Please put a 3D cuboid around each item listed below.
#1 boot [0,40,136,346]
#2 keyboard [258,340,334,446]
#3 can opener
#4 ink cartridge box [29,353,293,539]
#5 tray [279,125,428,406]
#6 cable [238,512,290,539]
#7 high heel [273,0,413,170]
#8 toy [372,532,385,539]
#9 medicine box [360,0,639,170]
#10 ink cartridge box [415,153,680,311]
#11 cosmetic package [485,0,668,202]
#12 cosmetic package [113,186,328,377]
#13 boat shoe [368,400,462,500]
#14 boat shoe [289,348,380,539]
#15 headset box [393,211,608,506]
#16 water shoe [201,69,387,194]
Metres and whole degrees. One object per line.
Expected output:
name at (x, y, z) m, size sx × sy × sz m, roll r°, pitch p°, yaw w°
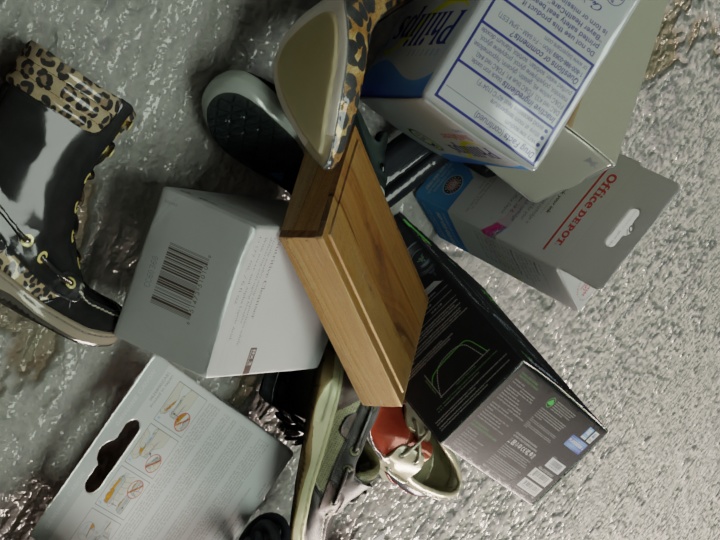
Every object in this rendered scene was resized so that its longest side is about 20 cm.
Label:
boot at (-0.194, -0.045, 1.217) m, size 0.200 × 0.073 × 0.151 m, roll 35°, pitch 85°, yaw -48°
keyboard at (-0.038, 0.095, 1.520) m, size 0.200 × 0.039 × 0.105 m, roll 31°, pitch 81°, yaw -62°
can opener at (0.056, -0.097, 1.483) m, size 0.199 × 0.079 × 0.064 m, roll -30°, pitch 142°, yaw -22°
ink cartridge box at (-0.156, 0.160, 1.416) m, size 0.163 × 0.050 × 0.200 m, roll -55°, pitch 138°, yaw -6°
tray at (0.000, 0.000, 1.341) m, size 0.201 × 0.037 × 0.099 m, roll 66°, pitch 32°, yaw -48°
cable at (-0.108, 0.269, 1.435) m, size 0.164 × 0.051 × 0.200 m, roll -56°, pitch 178°, yaw 13°
high heel at (0.005, -0.151, 1.316) m, size 0.142 × 0.071 × 0.202 m, roll 20°, pitch 59°, yaw -49°
toy at (-0.061, 0.294, 1.603) m, size 0.199 × 0.047 × 0.116 m, roll -18°, pitch 133°, yaw -50°
medicine box at (0.108, -0.183, 1.369) m, size 0.102 × 0.182 × 0.201 m, roll 33°, pitch 86°, yaw -16°
ink cartridge box at (0.158, -0.048, 1.515) m, size 0.115 × 0.199 × 0.068 m, roll -49°, pitch 142°, yaw -14°
cosmetic package at (0.169, -0.163, 1.468) m, size 0.071 × 0.105 × 0.201 m, roll 34°, pitch 57°, yaw -21°
cosmetic package at (-0.081, 0.009, 1.327) m, size 0.200 × 0.081 × 0.114 m, roll -1°, pitch 112°, yaw -67°
boat shoe at (0.036, 0.144, 1.583) m, size 0.072 × 0.062 × 0.200 m, roll -60°, pitch 154°, yaw -14°
boat shoe at (-0.017, 0.153, 1.465) m, size 0.074 × 0.064 × 0.201 m, roll -80°, pitch 180°, yaw -52°
headset box at (0.081, 0.068, 1.511) m, size 0.093 × 0.200 × 0.174 m, roll -44°, pitch 142°, yaw 6°
water shoe at (-0.047, -0.108, 1.366) m, size 0.200 × 0.071 × 0.080 m, roll 40°, pitch 54°, yaw -51°
